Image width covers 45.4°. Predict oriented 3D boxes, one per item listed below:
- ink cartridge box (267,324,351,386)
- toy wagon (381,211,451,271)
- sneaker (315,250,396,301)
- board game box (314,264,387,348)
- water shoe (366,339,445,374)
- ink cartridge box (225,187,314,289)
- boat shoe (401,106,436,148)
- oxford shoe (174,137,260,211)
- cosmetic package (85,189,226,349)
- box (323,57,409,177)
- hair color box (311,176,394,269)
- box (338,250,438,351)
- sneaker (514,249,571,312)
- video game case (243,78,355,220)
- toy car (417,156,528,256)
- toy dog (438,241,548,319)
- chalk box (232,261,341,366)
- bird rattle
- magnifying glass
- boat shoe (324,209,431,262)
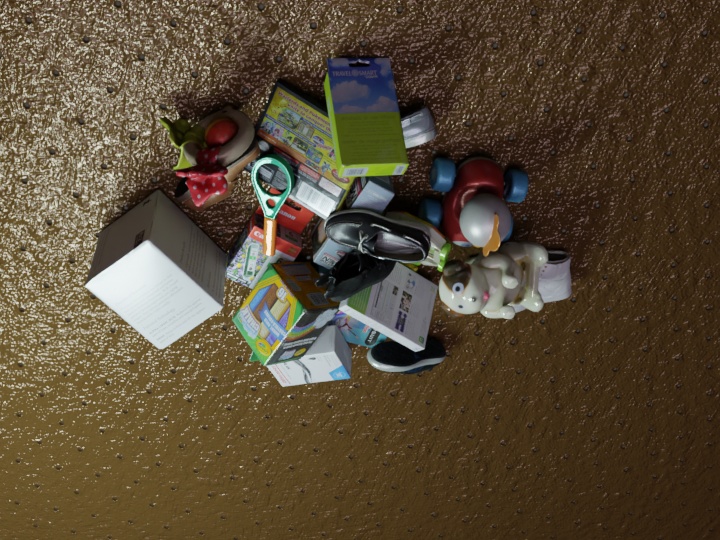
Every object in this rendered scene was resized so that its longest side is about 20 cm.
[{"bbox_3d":[-0.127,0.182,1.794,0.196,0.069,0.117,-9,143,15],"label":"ink cartridge box"},{"bbox_3d":[0.099,-0.052,1.658,0.153,0.040,0.200,27,165,10],"label":"toy wagon"},{"bbox_3d":[-0.002,-0.003,1.594,0.198,0.060,0.105,-33,163,-21],"label":"sneaker"},{"bbox_3d":[-0.021,0.074,1.775,0.196,0.047,0.153,15,124,-17],"label":"board game box"},{"bbox_3d":[0.094,0.198,1.839,0.196,0.072,0.079,-1,139,-31],"label":"water shoe"},{"bbox_3d":[-0.174,-0.053,1.660,0.107,0.051,0.201,24,121,-23],"label":"ink cartridge box"},{"bbox_3d":[0.036,-0.247,1.539,0.196,0.070,0.073,-13,104,9],"label":"boat shoe"},{"bbox_3d":[-0.245,-0.173,1.554,0.198,0.072,0.071,-30,128,29],"label":"oxford shoe"},{"bbox_3d":[-0.374,-0.001,1.603,0.163,0.166,0.200,-32,123,18],"label":"cosmetic package"},{"bbox_3d":[0.007,-0.260,1.454,0.119,0.204,0.048,-4,161,-15],"label":"box"},{"bbox_3d":[-0.018,-0.106,1.608,0.060,0.100,0.201,23,121,-22],"label":"hair color box"},{"bbox_3d":[0.058,0.053,1.701,0.198,0.147,0.036,31,149,-25],"label":"box"},{"bbox_3d":[0.339,0.015,1.765,0.196,0.074,0.117,-15,126,-8],"label":"sneaker"},{"bbox_3d":[-0.096,-0.209,1.525,0.198,0.026,0.182,31,121,0],"label":"video game case"},{"bbox_3d":[0.219,-0.090,1.585,0.180,0.202,0.179,8,126,-12],"label":"toy car"},{"bbox_3d":[0.238,0.015,1.649,0.197,0.193,0.142,-19,129,-36],"label":"toy dog"},{"bbox_3d":[-0.155,0.097,1.674,0.201,0.125,0.124,-50,155,26],"label":"chalk box"},{"bbox_3d":[-0.254,-0.214,1.452,0.162,0.200,0.114,-37,127,-8],"label":"bird rattle"},{"bbox_3d":[-0.163,-0.117,1.569,0.078,0.023,0.203,15,125,12],"label":"magnifying glass"},{"bbox_3d":[0.028,-0.056,1.536,0.195,0.061,0.075,12,129,0],"label":"boat shoe"}]
